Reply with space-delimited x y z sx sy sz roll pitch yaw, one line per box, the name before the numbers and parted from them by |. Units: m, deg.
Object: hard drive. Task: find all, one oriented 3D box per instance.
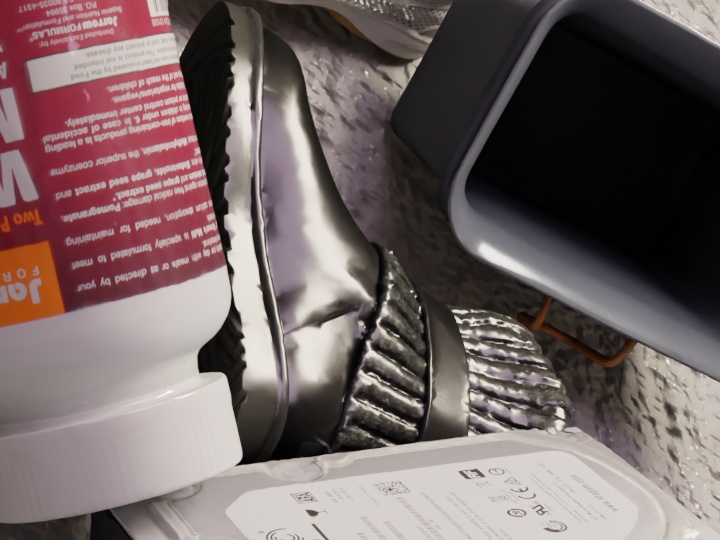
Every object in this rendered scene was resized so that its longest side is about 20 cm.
hard drive | 0.020 0.103 0.896 0.200 0.038 0.140 -6 21 -22

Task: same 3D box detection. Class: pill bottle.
pill bottle | -0.106 -0.021 0.880 0.110 0.109 0.200 -17 96 -49

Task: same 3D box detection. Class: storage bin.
storage bin | 0.109 -0.042 1.133 0.200 0.146 0.134 26 7 -26

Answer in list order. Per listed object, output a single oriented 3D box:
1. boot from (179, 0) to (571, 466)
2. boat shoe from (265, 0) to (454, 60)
boot | -0.001 0.002 1.026 0.158 0.079 0.211 11 63 -29
boat shoe | -0.010 -0.155 1.127 0.200 0.069 0.071 17 49 -51
